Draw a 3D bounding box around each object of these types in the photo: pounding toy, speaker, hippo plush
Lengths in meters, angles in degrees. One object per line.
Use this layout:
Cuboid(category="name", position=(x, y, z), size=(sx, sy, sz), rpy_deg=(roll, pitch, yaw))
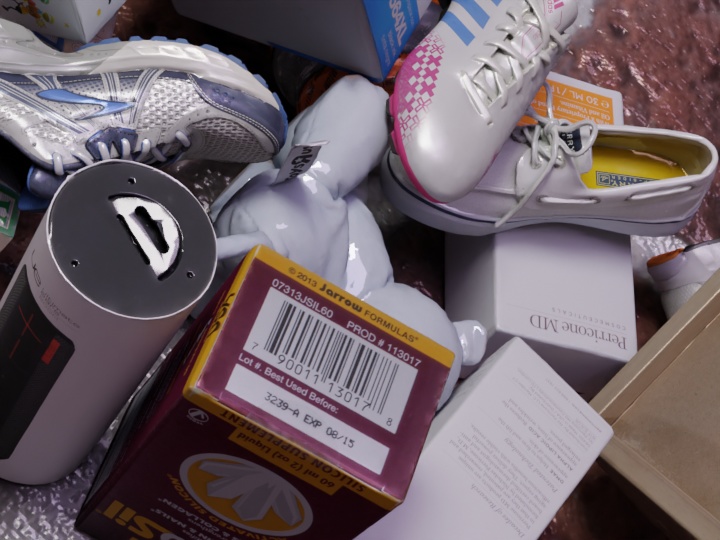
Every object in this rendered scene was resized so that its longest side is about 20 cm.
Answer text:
Cuboid(category="pounding toy", position=(0.245, 0.089, 0.955), size=(0.184, 0.200, 0.142), rpy_deg=(-45, 123, -3))
Cuboid(category="speaker", position=(-0.136, 0.030, 0.792), size=(0.081, 0.200, 0.082), rpy_deg=(12, 58, -21))
Cuboid(category="hippo plush", position=(0.000, 0.000, 0.901), size=(0.161, 0.200, 0.159), rpy_deg=(44, 74, -9))

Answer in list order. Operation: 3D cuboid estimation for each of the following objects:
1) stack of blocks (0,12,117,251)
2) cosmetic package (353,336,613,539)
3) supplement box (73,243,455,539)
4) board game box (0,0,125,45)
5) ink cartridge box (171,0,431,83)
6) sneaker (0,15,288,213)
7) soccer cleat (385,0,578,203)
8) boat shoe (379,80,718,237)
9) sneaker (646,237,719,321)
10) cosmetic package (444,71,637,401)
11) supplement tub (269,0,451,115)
Cuboid(category="stack of blocks", position=(-0.204, -0.086, 0.872), size=(0.115, 0.059, 0.201), rpy_deg=(30, 40, -25))
Cuboid(category="cosmetic package", position=(0.037, 0.140, 0.880), size=(0.081, 0.113, 0.200), rpy_deg=(42, 54, 0))
Cuboid(category="supplement box", position=(-0.053, 0.086, 0.805), size=(0.110, 0.200, 0.086), rpy_deg=(30, 55, -9))
Cuboid(category="board game box", position=(-0.193, -0.203, 0.855), size=(0.199, 0.065, 0.148), rpy_deg=(15, 50, 22))
Cuboid(category="ink cartridge box", position=(-0.008, -0.225, 0.931), size=(0.145, 0.084, 0.201), rpy_deg=(22, 67, 23))
Cuboid(category="sneaker", position=(-0.134, -0.063, 0.795), size=(0.198, 0.077, 0.086), rpy_deg=(6, 62, -11))
Cuboid(category="soccer cleat", position=(0.074, -0.119, 0.909), size=(0.070, 0.086, 0.201), rpy_deg=(48, 39, -24))
Cuboid(category="boat shoe", position=(0.115, -0.065, 0.956), size=(0.200, 0.086, 0.075), rpy_deg=(6, 59, -10))
Cuboid(category="sneaker", position=(0.278, 0.023, 1.106), size=(0.199, 0.076, 0.093), rpy_deg=(-6, 84, -30))
Cuboid(category="cosmetic package", position=(0.111, -0.027, 1.035), size=(0.101, 0.071, 0.201), rpy_deg=(14, 59, -21))
Cuboid(category="supplement tub", position=(-0.001, -0.177, 1.029), size=(0.122, 0.123, 0.201), rpy_deg=(5, 62, -25))
